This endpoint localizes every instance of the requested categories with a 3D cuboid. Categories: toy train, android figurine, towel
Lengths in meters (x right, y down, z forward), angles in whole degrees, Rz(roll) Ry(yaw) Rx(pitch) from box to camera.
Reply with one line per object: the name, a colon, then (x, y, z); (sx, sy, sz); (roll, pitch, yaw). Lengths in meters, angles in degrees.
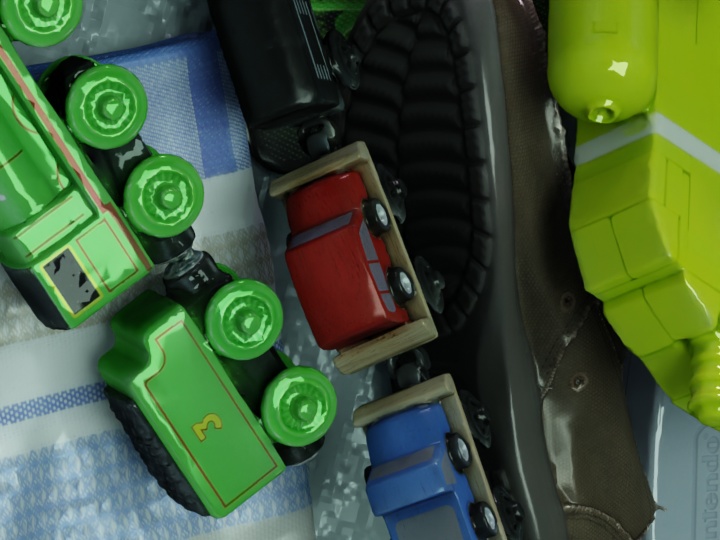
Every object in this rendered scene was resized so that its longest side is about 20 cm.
toy train: (-0.074, -0.020, 0.779); (0.056, 0.042, 0.200); (-37, 110, -13)
android figurine: (0.116, -0.035, 0.845); (0.182, 0.041, 0.201); (32, 50, -34)
towel: (-0.081, 0.043, 0.811); (0.146, 0.024, 0.201); (-13, 101, -28)
toy train: (0.000, 0.000, 0.799); (0.034, 0.046, 0.201); (-22, 84, 18)

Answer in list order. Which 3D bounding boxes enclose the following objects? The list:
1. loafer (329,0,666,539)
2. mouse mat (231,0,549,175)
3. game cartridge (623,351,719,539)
loafer: (0.043, 0.003, 0.854); (0.071, 0.073, 0.201); (-22, 113, -35)
mouse mat: (0.039, -0.127, 0.871); (0.199, 0.008, 0.162); (-17, 103, -25)
game cartridge: (0.137, 0.068, 0.926); (0.133, 0.040, 0.201); (-2, 95, -32)
